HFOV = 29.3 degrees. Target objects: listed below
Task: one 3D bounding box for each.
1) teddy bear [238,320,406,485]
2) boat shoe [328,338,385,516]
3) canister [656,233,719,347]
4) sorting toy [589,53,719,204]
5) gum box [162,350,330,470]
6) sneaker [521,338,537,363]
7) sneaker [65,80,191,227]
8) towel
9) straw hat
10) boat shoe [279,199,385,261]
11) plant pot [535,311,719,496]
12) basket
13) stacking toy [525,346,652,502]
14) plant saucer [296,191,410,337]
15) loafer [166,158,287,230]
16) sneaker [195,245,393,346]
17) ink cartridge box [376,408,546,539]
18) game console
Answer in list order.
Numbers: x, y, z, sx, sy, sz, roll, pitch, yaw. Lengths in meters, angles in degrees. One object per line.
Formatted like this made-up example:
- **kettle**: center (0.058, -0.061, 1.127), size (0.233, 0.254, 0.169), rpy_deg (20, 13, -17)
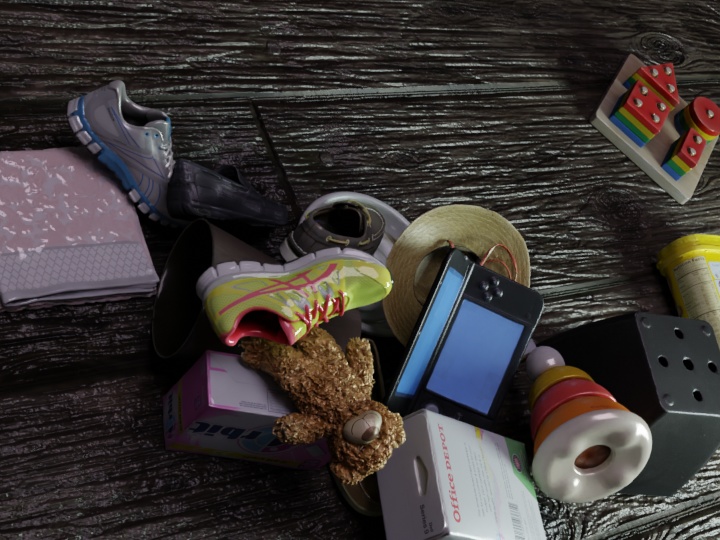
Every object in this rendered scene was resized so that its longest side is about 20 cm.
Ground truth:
- **teddy bear**: center (-0.036, 0.119, 1.411), size (0.144, 0.067, 0.201), rpy_deg (-10, 66, -37)
- **boat shoe**: center (0.006, 0.177, 1.563), size (0.073, 0.063, 0.202), rpy_deg (13, 54, -28)
- **canister**: center (0.523, 0.058, 1.994), size (0.148, 0.087, 0.201), rpy_deg (5, 60, -33)
- **sorting toy**: center (0.482, -0.240, 2.175), size (0.200, 0.070, 0.199), rpy_deg (40, 46, -5)
- **gum box**: center (-0.097, 0.153, 1.472), size (0.199, 0.113, 0.066), rpy_deg (12, 54, -28)
- **sneaker**: center (0.133, 0.084, 1.709), size (0.199, 0.070, 0.109), rpy_deg (-14, 75, -47)
- **sneaker**: center (-0.236, -0.131, 1.552), size (0.200, 0.086, 0.075), rpy_deg (48, 24, -30)
- **towel**: center (-0.330, -0.051, 1.502), size (0.199, 0.032, 0.192), rpy_deg (-7, 65, -39)
- **straw hat**: center (0.097, 0.009, 1.650), size (0.200, 0.085, 0.202), rpy_deg (-6, 103, -24)
- **boat shoe**: center (-0.018, -0.046, 1.601), size (0.072, 0.060, 0.201), rpy_deg (44, 28, 12)
- **plant pot**: center (0.356, 0.156, 1.747), size (0.199, 0.177, 0.201), rpy_deg (8, 56, -30)
- **basket**: center (-0.110, 0.054, 1.520), size (0.199, 0.136, 0.181), rpy_deg (24, 34, -25)
- **stacking toy**: center (0.251, 0.164, 1.656), size (0.145, 0.146, 0.201), rpy_deg (16, 33, -26)
- **plant saucer**: center (0.000, 0.000, 1.687), size (0.199, 0.050, 0.201), rpy_deg (19, 51, -25)
- **loafer**: center (-0.148, -0.086, 1.590), size (0.200, 0.068, 0.071), rpy_deg (10, 81, -58)
- **sneaker**: center (-0.061, 0.037, 1.385), size (0.199, 0.078, 0.091), rpy_deg (-9, 51, -9)
- **ink cartridge box**: center (0.111, 0.252, 1.533), size (0.200, 0.087, 0.146), rpy_deg (25, 46, -47)
- **game console**: center (0.118, 0.093, 1.559), size (0.175, 0.116, 0.201), rpy_deg (24, 89, -17)
